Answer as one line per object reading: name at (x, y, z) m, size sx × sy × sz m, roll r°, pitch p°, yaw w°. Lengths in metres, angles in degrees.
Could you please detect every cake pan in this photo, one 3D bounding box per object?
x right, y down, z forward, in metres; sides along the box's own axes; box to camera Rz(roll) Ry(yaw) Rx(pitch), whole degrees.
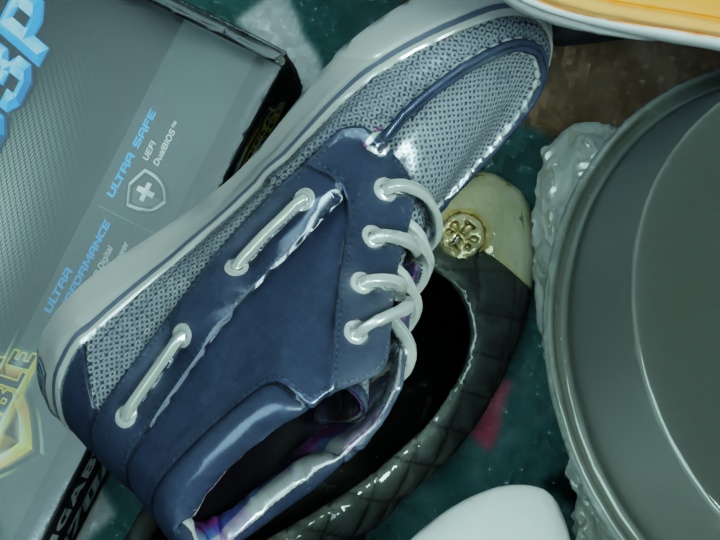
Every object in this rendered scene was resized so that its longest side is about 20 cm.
cake pan at (0.153, 0.023, 0.755) m, size 0.199 × 0.037 × 0.202 m, roll 6°, pitch 69°, yaw -17°

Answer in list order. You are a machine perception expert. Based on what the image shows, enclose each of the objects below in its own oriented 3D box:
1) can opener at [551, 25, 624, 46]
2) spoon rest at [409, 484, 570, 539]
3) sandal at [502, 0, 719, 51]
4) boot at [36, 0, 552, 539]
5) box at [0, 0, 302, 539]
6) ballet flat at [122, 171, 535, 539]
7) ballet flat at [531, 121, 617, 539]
can opener at (0.148, -0.113, 0.812) m, size 0.199 × 0.079 × 0.064 m, roll -20°, pitch 122°, yaw 2°
spoon rest at (-0.001, 0.148, 0.749) m, size 0.060 × 0.099 × 0.201 m, roll 35°, pitch 100°, yaw 31°
sandal at (0.133, -0.093, 0.720) m, size 0.205 × 0.059 × 0.080 m, roll -1°, pitch 96°, yaw -20°
boot at (0.000, 0.000, 0.761) m, size 0.200 × 0.073 × 0.090 m, roll -42°, pitch 51°, yaw -4°
box at (-0.133, -0.014, 0.832) m, size 0.158 × 0.046 × 0.201 m, roll 27°, pitch 86°, yaw 10°
ballet flat at (-0.006, 0.047, 0.793) m, size 0.066 × 0.057 × 0.200 m, roll 32°, pitch 72°, yaw 17°
ballet flat at (0.098, 0.046, 0.785) m, size 0.071 × 0.072 × 0.201 m, roll -8°, pitch 81°, yaw 6°
